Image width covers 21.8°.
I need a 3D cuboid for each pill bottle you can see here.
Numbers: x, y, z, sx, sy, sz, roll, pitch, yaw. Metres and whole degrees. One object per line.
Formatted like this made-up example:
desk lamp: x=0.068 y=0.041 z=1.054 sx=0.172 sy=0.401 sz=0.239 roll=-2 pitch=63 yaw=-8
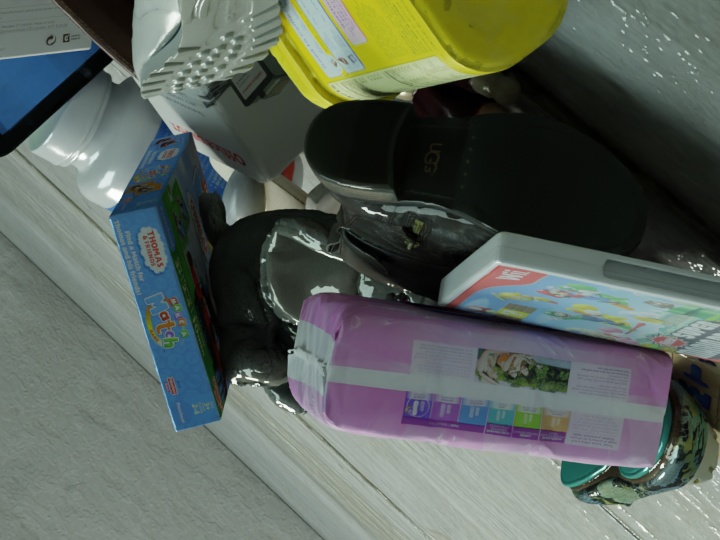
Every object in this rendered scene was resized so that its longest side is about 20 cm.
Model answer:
pill bottle: x=-0.155 y=-0.088 z=1.479 sx=0.200 sy=0.112 sz=0.112 roll=28 pitch=175 yaw=-24

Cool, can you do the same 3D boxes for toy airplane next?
toy airplane: x=-0.022 y=-0.009 z=1.375 sx=0.199 sy=0.141 sz=0.200 roll=52 pitch=166 yaw=-22

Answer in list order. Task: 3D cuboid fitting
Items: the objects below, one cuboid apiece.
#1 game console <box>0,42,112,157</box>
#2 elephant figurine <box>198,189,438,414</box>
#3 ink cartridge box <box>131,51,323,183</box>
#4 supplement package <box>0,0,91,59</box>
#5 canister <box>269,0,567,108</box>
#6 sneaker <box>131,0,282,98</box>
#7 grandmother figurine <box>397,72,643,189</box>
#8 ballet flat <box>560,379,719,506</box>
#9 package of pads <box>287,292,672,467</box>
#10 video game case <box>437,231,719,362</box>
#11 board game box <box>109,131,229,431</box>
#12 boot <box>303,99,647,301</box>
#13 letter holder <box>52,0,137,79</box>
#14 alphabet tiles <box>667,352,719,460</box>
game console: x=-0.251 y=-0.213 z=1.350 sx=0.118 sy=0.200 sz=0.171 roll=39 pitch=165 yaw=21
elephant figurine: x=0.000 y=0.000 z=1.218 sx=0.155 sy=0.142 sz=0.200 roll=30 pitch=139 yaw=-29
ink cartridge box: x=-0.120 y=-0.173 z=1.314 sx=0.145 sy=0.084 sz=0.200 roll=29 pitch=158 yaw=53
supplement package: x=-0.247 y=-0.249 z=1.205 sx=0.121 sy=0.120 sz=0.200 roll=34 pitch=126 yaw=45
canister: x=0.009 y=-0.158 z=0.952 sx=0.149 sy=0.087 sz=0.200 roll=56 pitch=163 yaw=-12
sneaker: x=-0.086 y=-0.153 z=0.970 sx=0.081 sy=0.076 sz=0.200 roll=64 pitch=158 yaw=10
grandmother figurine: x=0.071 y=-0.079 z=1.085 sx=0.200 sy=0.061 sz=0.121 roll=44 pitch=139 yaw=21
ballet flat: x=0.189 y=0.112 z=1.178 sx=0.074 sy=0.074 sz=0.200 roll=46 pitch=165 yaw=-1
package of pads: x=0.065 y=0.061 z=1.066 sx=0.200 sy=0.076 sz=0.121 roll=7 pitch=-175 yaw=-13
video game case: x=0.151 y=0.020 z=0.963 sx=0.200 sy=0.017 sz=0.143 roll=12 pitch=169 yaw=-7
board game box: x=-0.121 y=0.001 z=1.281 sx=0.200 sy=0.037 sz=0.151 roll=-88 pitch=-17 yaw=-72
boot: x=0.064 y=-0.024 z=1.027 sx=0.200 sy=0.069 sz=0.174 roll=17 pitch=161 yaw=17
letter holder: x=-0.134 y=-0.222 z=1.086 sx=0.200 sy=0.142 sz=0.101 roll=48 pitch=167 yaw=-9
alphabet tiles: x=0.219 y=0.083 z=1.136 sx=0.200 sy=0.008 sz=0.167 roll=31 pitch=162 yaw=21
